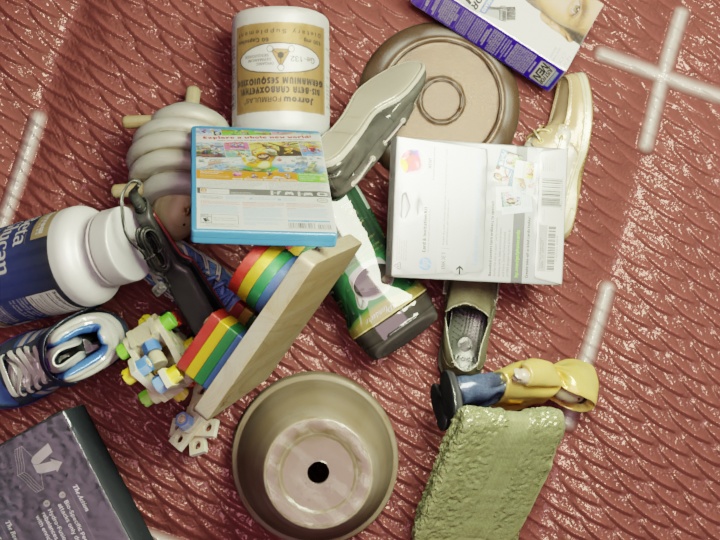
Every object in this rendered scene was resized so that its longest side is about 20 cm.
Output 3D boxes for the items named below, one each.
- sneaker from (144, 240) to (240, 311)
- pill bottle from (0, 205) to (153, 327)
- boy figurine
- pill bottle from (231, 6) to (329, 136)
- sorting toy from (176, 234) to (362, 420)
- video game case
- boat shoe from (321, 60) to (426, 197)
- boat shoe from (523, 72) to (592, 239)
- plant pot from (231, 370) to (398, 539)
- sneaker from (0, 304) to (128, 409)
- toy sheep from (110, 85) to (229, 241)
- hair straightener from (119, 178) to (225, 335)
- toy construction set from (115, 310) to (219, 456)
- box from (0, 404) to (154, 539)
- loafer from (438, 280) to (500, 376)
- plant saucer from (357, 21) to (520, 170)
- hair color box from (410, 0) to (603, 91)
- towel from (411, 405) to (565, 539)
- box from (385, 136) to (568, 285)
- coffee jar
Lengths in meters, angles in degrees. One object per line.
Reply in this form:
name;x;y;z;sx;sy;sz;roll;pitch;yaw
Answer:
sneaker;-0.195;0.015;1.389;0.199;0.077;0.076;31;84;-3
pill bottle;-0.332;-0.009;1.326;0.199;0.111;0.112;-13;88;25
boy figurine;0.181;0.141;1.391;0.198;0.124;0.065;-2;62;-20
pill bottle;-0.092;-0.192;1.386;0.113;0.114;0.202;0;88;-3
sorting toy;-0.101;0.039;1.272;0.069;0.200;0.199;37;104;7
video game case;-0.103;-0.090;1.242;0.142;0.201;0.018;1;127;-9
boat shoe;0.012;-0.164;1.378;0.067;0.057;0.200;17;54;38
boat shoe;0.226;-0.138;1.422;0.069;0.074;0.202;8;88;-9
plant pot;-0.049;0.214;1.341;0.198;0.174;0.202;0;86;-3
sneaker;-0.354;0.099;1.340;0.199;0.146;0.081;-21;89;-4
toy sheep;-0.206;-0.125;1.371;0.137;0.138;0.201;4;68;-3
hair straightener;-0.204;-0.008;1.296;0.041;0.077;0.201;-17;119;12
toy construction set;-0.202;0.119;1.343;0.092;0.200;0.132;-25;55;-5
box;-0.361;0.284;1.346;0.199;0.117;0.198;-28;89;-3
loafer;0.132;0.033;1.410;0.075;0.070;0.202;3;87;-3
plant saucer;0.095;-0.201;1.439;0.198;0.032;0.202;0;88;-4
hair color box;0.173;-0.315;1.421;0.199;0.065;0.110;32;70;-3
towel;0.142;0.236;1.366;0.147;0.037;0.201;4;120;-23
box;0.131;-0.065;1.355;0.198;0.041;0.157;2;89;-11
coffee jar;0.000;0.000;1.396;0.104;0.085;0.201;-33;89;-7
